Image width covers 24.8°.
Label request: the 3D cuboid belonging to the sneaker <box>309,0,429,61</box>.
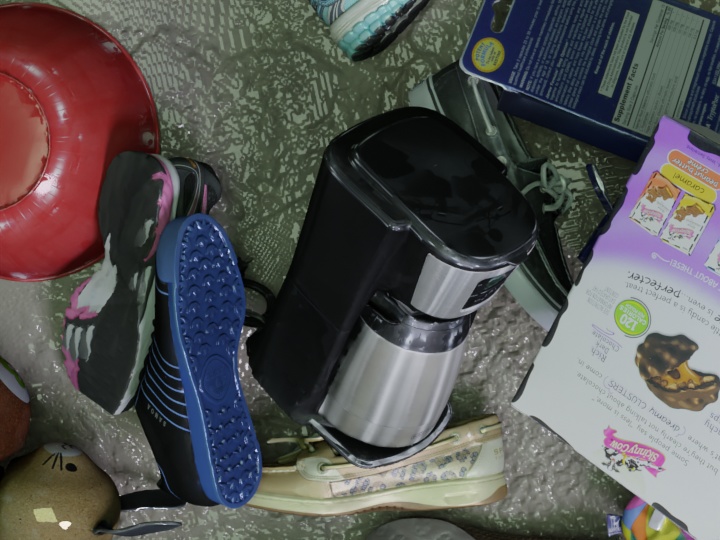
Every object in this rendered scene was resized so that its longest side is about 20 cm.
[{"bbox_3d":[0.038,-0.242,1.120,0.200,0.078,0.086,-45,86,6],"label":"sneaker"}]

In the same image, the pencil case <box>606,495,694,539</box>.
[{"bbox_3d":[0.242,0.212,1.070,0.088,0.200,0.089,-15,133,-17],"label":"pencil case"}]

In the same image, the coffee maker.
[{"bbox_3d":[0.000,0.000,1.071,0.191,0.135,0.201,26,129,4],"label":"coffee maker"}]

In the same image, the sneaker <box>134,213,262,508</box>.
[{"bbox_3d":[-0.121,0.062,1.106,0.077,0.070,0.202,0,100,39],"label":"sneaker"}]

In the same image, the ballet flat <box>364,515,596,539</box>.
[{"bbox_3d":[0.099,0.211,1.164,0.198,0.046,0.068,1,82,8],"label":"ballet flat"}]

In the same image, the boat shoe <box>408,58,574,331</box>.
[{"bbox_3d":[0.109,-0.054,1.127,0.068,0.073,0.201,-30,81,21],"label":"boat shoe"}]

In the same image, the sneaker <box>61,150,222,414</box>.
[{"bbox_3d":[-0.142,0.011,1.153,0.080,0.086,0.201,39,121,31],"label":"sneaker"}]

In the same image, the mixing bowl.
[{"bbox_3d":[-0.246,-0.089,1.140,0.198,0.108,0.203,0,94,4],"label":"mixing bowl"}]

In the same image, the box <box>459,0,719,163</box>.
[{"bbox_3d":[0.173,-0.140,1.109,0.198,0.032,0.122,22,63,2],"label":"box"}]

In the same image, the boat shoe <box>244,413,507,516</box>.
[{"bbox_3d":[0.003,0.136,1.154,0.198,0.073,0.063,-2,92,-5],"label":"boat shoe"}]

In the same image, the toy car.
[{"bbox_3d":[-0.217,0.143,1.131,0.198,0.164,0.160,12,95,-4],"label":"toy car"}]

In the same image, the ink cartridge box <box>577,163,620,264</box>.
[{"bbox_3d":[0.221,0.005,1.089,0.199,0.136,0.077,35,94,2],"label":"ink cartridge box"}]

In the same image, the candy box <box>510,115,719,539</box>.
[{"bbox_3d":[0.208,0.039,0.955,0.167,0.071,0.201,36,106,31],"label":"candy box"}]
